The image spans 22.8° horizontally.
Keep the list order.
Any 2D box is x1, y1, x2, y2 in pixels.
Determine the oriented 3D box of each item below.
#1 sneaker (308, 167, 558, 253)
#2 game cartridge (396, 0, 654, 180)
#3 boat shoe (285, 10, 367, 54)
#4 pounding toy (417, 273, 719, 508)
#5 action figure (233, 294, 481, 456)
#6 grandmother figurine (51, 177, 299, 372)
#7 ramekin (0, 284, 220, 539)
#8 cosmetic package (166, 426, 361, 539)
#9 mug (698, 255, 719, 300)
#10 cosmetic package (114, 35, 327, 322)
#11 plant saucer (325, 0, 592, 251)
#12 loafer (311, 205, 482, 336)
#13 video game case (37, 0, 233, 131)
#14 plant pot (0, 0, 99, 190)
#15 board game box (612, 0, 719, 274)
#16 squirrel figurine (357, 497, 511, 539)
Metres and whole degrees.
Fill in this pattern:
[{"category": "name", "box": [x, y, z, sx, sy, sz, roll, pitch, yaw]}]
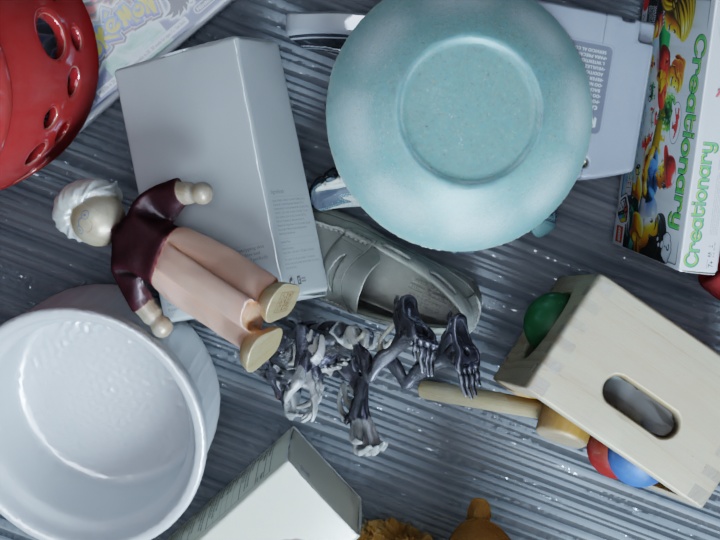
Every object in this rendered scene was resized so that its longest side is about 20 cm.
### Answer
[{"category": "sneaker", "box": [0.060, -0.051, 1.380, 0.199, 0.078, 0.087, -5, 102, 3]}, {"category": "game cartridge", "box": [0.113, -0.137, 1.327, 0.199, 0.042, 0.134, 10, 94, -9]}, {"category": "boat shoe", "box": [0.038, -0.159, 1.371, 0.199, 0.072, 0.068, 8, 97, -6]}, {"category": "pounding toy", "box": [0.171, 0.093, 1.357, 0.200, 0.184, 0.143, 34, 86, -3]}, {"category": "action figure", "box": [-0.014, 0.082, 1.355, 0.199, 0.119, 0.103, -14, 64, 39]}, {"category": "grandmother figurine", "box": [-0.141, -0.012, 1.298, 0.199, 0.061, 0.122, 28, 98, 21]}, {"category": "ramekin", "box": [-0.205, 0.108, 1.386, 0.199, 0.098, 0.202, 3, 109, 9]}, {"category": "cosmetic package", "box": [-0.099, 0.230, 1.416, 0.200, 0.103, 0.087, -42, 97, 9]}, {"category": "mug", "box": [0.328, -0.055, 1.304, 0.133, 0.200, 0.179, 5, 99, 0]}, {"category": "cosmetic package", "box": [-0.105, -0.069, 1.353, 0.112, 0.081, 0.201, -10, 88, 24]}, {"category": "plant saucer", "box": [0.076, -0.114, 1.285, 0.200, 0.039, 0.202, 0, 92, -9]}, {"category": "loafer", "box": [0.000, 0.000, 1.390, 0.199, 0.070, 0.070, 18, 102, 4]}, {"category": "video game case", "box": [-0.210, -0.237, 1.389, 0.200, 0.023, 0.182, -39, 95, 7]}, {"category": "plant pot", "box": [-0.312, -0.146, 1.312, 0.199, 0.183, 0.202, 2, 105, 10]}, {"category": "board game box", "box": [0.240, -0.107, 1.337, 0.034, 0.126, 0.201, 3, 99, -16]}, {"category": "squirrel figurine", "box": [0.066, 0.266, 1.379, 0.199, 0.142, 0.187, 16, 134, 26]}]
